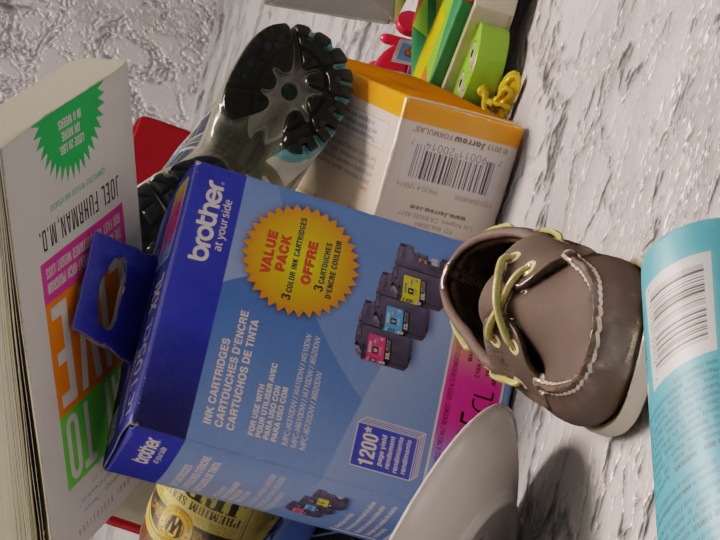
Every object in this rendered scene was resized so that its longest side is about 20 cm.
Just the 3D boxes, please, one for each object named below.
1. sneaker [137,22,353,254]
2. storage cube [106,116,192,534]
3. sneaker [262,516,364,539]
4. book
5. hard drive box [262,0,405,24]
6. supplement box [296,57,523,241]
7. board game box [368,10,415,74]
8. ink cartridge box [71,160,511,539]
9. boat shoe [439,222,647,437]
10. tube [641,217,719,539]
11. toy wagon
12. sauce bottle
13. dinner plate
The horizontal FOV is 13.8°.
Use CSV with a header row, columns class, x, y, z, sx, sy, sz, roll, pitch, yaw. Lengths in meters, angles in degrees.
class,x,y,z,sx,sy,sz,roll,pitch,yaw
sneaker,-0.073,-0.027,1.479,0.200,0.078,0.086,-53,1,-24
storage cube,-0.095,0.045,1.777,0.171,0.200,0.180,116,173,-53
sneaker,0.004,0.126,1.432,0.200,0.078,0.070,-54,2,-12
book,-0.139,0.018,1.343,0.134,0.048,0.200,-43,-46,-60
hard drive box,0.008,-0.248,1.664,0.200,0.077,0.156,-64,-19,-62
supplement box,0.000,0.000,1.528,0.126,0.073,0.200,32,107,61
board game box,0.019,-0.116,1.834,0.158,0.039,0.200,-86,14,-53
ink cartridge box,-0.034,0.039,1.352,0.076,0.200,0.137,124,160,-65
boat shoe,0.074,0.018,1.165,0.200,0.059,0.072,-134,60,-80
tube,0.111,0.076,0.884,0.077,0.050,0.200,110,167,-51
toy wagon,0.063,-0.143,1.603,0.200,0.040,0.155,-87,15,-56
sauce bottle,-0.069,0.114,1.465,0.065,0.065,0.200,-98,29,-70
dinner plate,0.026,0.149,1.190,0.200,0.024,0.200,-58,-18,-32
